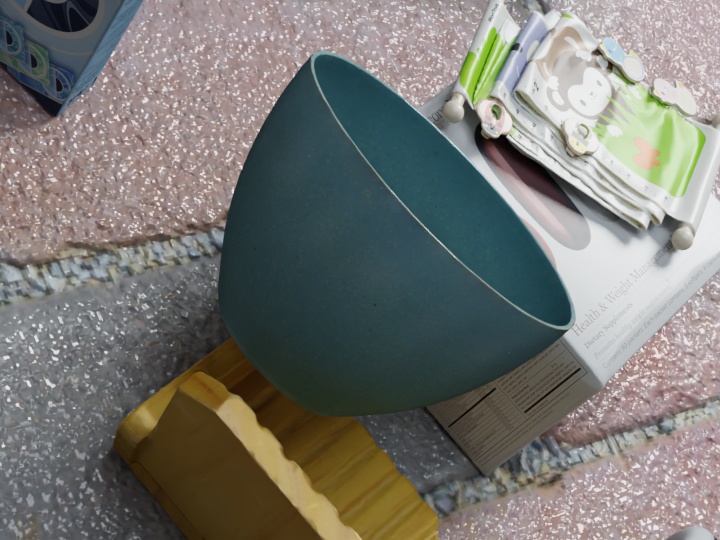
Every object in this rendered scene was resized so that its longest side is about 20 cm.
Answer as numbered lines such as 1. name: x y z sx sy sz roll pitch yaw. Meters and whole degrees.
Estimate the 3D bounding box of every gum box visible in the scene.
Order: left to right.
1. gum box: -0.199 -0.211 1.132 0.170 0.200 0.045 43 50 0

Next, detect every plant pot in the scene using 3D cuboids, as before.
1. plant pot: 0.000 0.000 1.035 0.200 0.135 0.200 42 16 -15

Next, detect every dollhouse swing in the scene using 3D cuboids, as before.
1. dollhouse swing: -0.014 0.113 1.062 0.200 0.176 0.181 49 50 6

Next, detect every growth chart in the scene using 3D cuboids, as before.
1. growth chart: 0.146 -0.099 1.194 0.199 0.018 0.146 29 50 -15

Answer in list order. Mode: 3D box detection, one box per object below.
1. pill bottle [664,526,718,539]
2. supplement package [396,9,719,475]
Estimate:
1. pill bottle: 0.233 0.262 1.156 0.200 0.112 0.112 47 50 3
2. supplement package: 0.103 -0.020 1.228 0.200 0.147 0.191 49 50 3
